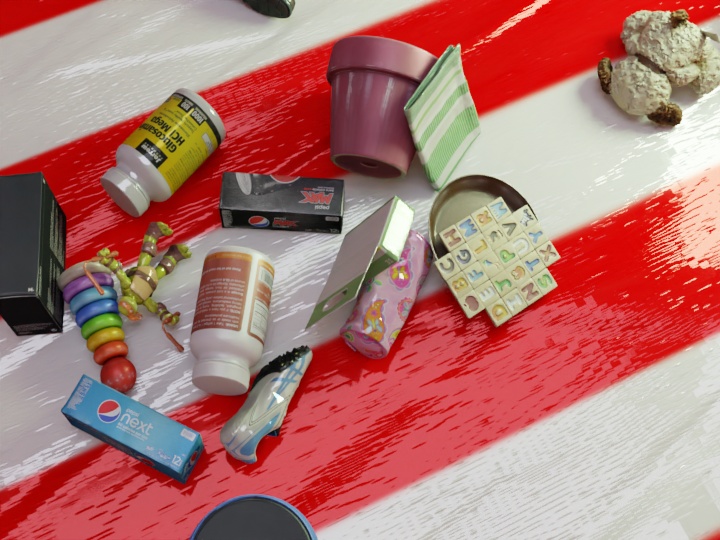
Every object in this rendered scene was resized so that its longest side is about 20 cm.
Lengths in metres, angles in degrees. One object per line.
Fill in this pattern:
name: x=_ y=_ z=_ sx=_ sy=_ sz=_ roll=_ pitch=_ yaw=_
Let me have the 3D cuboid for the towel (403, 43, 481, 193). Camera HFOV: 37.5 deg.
towel: x=0.135 y=-0.238 z=1.680 sx=0.023 sy=0.201 sz=0.154 roll=22 pitch=65 yaw=30

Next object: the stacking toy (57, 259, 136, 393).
stacking toy: x=-0.385 y=0.090 z=1.588 sx=0.084 sy=0.086 sz=0.203 roll=-21 pitch=75 yaw=-11

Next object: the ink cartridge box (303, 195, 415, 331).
ink cartridge box: x=0.000 y=0.000 z=1.573 sx=0.048 sy=0.145 sz=0.202 roll=34 pitch=52 yaw=-18

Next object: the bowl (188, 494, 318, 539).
bowl: x=-0.150 y=0.408 z=1.463 sx=0.196 sy=0.040 sz=0.204 roll=1 pitch=65 yaw=-1

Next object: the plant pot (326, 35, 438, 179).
plant pot: x=0.030 y=-0.251 z=1.696 sx=0.196 sy=0.200 sz=0.183 roll=11 pitch=81 yaw=4

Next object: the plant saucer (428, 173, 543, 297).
plant saucer: x=0.193 y=-0.051 z=1.662 sx=0.196 sy=0.032 sz=0.204 roll=6 pitch=70 yaw=-17

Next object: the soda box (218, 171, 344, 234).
soda box: x=-0.124 y=-0.107 z=1.686 sx=0.196 sy=0.064 sz=0.072 roll=4 pitch=65 yaw=0

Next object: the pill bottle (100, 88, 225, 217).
pill bottle: x=-0.316 y=-0.185 z=1.688 sx=0.112 sy=0.113 sz=0.201 roll=35 pitch=69 yaw=14

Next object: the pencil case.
pencil case: x=0.042 y=0.033 z=1.618 sx=0.086 sy=0.088 sz=0.202 roll=22 pitch=66 yaw=9

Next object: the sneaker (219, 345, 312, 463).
sneaker: x=-0.130 y=0.194 z=1.555 sx=0.073 sy=0.071 sz=0.201 roll=50 pitch=59 yaw=-22

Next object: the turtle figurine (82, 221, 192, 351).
turtle figurine: x=-0.321 y=0.018 z=1.613 sx=0.200 sy=0.064 sz=0.163 roll=43 pitch=54 yaw=-20

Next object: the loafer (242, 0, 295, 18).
loafer: x=-0.196 y=-0.511 z=1.867 sx=0.197 sy=0.072 sz=0.063 roll=25 pitch=61 yaw=12

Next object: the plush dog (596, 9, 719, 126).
plush dog: x=0.495 y=-0.339 z=1.777 sx=0.199 sy=0.160 sz=0.173 roll=36 pitch=96 yaw=16

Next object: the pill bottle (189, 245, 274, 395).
pill bottle: x=-0.193 y=0.076 z=1.573 sx=0.110 sy=0.113 sz=0.204 roll=6 pitch=65 yaw=2

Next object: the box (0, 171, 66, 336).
box: x=-0.499 y=-0.023 z=1.595 sx=0.077 sy=0.142 sz=0.204 roll=-4 pitch=65 yaw=-4

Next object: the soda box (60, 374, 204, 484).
soda box: x=-0.326 y=0.228 z=1.524 sx=0.197 sy=0.068 sz=0.065 roll=26 pitch=67 yaw=10

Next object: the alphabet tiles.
alphabet tiles: x=0.213 y=-0.015 z=1.637 sx=0.198 sy=0.006 sz=0.168 roll=-30 pitch=85 yaw=-24
